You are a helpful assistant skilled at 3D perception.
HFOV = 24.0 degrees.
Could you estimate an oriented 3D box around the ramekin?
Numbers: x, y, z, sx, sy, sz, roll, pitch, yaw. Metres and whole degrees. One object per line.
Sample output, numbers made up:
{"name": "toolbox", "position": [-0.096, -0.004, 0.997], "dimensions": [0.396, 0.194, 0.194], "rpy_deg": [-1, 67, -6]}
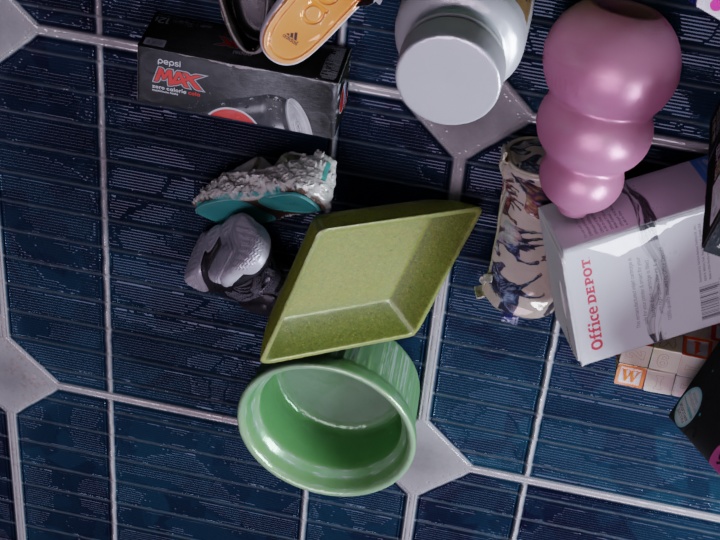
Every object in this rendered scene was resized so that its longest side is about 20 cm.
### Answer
{"name": "ramekin", "position": [-0.029, 0.146, 1.874], "dimensions": [0.200, 0.098, 0.200], "rpy_deg": [8, 131, 9]}

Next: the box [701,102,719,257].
{"name": "box", "position": [0.397, -0.082, 1.502], "dimensions": [0.164, 0.200, 0.086], "rpy_deg": [19, 131, -1]}

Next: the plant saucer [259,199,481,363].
{"name": "plant saucer", "position": [0.000, 0.000, 1.725], "dimensions": [0.200, 0.048, 0.200], "rpy_deg": [-9, 142, -34]}

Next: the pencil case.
{"name": "pencil case", "position": [0.167, -0.042, 1.677], "dimensions": [0.089, 0.078, 0.200], "rpy_deg": [-5, 132, -10]}

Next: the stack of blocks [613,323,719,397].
{"name": "stack of blocks", "position": [0.361, 0.074, 1.699], "dimensions": [0.200, 0.115, 0.059], "rpy_deg": [11, 131, 5]}

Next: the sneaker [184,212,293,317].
{"name": "sneaker", "position": [-0.103, -0.002, 1.756], "dimensions": [0.114, 0.076, 0.200], "rpy_deg": [24, 167, -19]}

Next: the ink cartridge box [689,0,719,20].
{"name": "ink cartridge box", "position": [0.336, -0.223, 1.469], "dimensions": [0.200, 0.095, 0.037], "rpy_deg": [30, 106, -10]}

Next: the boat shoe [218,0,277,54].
{"name": "boat shoe", "position": [-0.105, -0.287, 1.548], "dimensions": [0.074, 0.073, 0.200], "rpy_deg": [-4, 128, 18]}

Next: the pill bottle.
{"name": "pill bottle", "position": [0.090, -0.218, 1.470], "dimensions": [0.114, 0.200, 0.114], "rpy_deg": [7, 130, 8]}

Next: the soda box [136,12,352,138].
{"name": "soda box", "position": [-0.113, -0.188, 1.640], "dimensions": [0.200, 0.063, 0.071], "rpy_deg": [11, 131, 6]}

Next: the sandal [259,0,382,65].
{"name": "sandal", "position": [-0.012, -0.258, 1.523], "dimensions": [0.079, 0.059, 0.207], "rpy_deg": [29, 111, -25]}

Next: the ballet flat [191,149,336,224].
{"name": "ballet flat", "position": [-0.090, -0.085, 1.712], "dimensions": [0.200, 0.072, 0.072], "rpy_deg": [-3, 132, 49]}

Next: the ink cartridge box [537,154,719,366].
{"name": "ink cartridge box", "position": [0.282, -0.013, 1.622], "dimensions": [0.200, 0.084, 0.145], "rpy_deg": [-17, 127, -3]}

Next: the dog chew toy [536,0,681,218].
{"name": "dog chew toy", "position": [0.214, -0.142, 1.532], "dimensions": [0.124, 0.125, 0.200], "rpy_deg": [14, 114, 3]}

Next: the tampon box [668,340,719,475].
{"name": "tampon box", "position": [0.409, 0.109, 1.569], "dimensions": [0.126, 0.150, 0.200], "rpy_deg": [29, 100, -17]}
